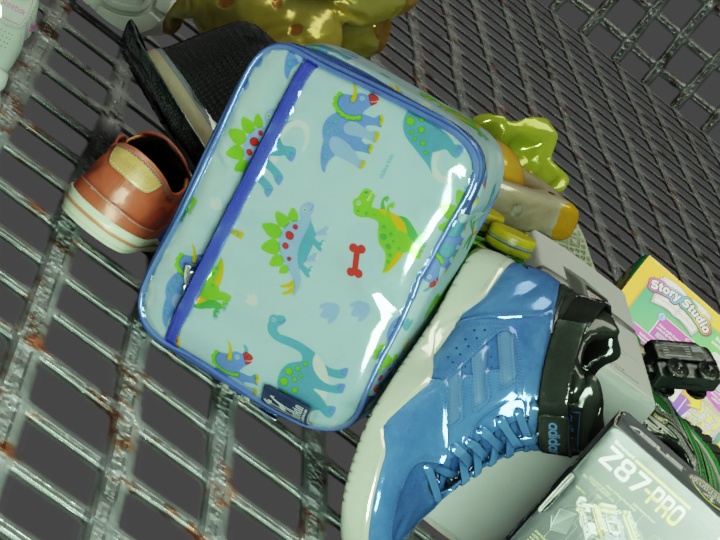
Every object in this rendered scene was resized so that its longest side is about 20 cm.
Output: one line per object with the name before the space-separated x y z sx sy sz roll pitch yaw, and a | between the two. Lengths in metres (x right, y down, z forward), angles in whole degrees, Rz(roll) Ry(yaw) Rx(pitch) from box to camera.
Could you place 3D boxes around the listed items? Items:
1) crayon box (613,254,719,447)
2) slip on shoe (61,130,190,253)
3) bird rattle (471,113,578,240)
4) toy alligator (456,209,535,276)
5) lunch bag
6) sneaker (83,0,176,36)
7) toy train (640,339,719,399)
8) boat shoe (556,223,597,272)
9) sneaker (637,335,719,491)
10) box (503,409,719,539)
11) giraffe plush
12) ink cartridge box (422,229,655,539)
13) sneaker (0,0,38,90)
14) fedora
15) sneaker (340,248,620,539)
crayon box | 0.260 0.098 1.825 0.200 0.058 0.119 41 59 2
slip on shoe | -0.129 -0.054 1.429 0.074 0.061 0.200 39 8 3
bird rattle | 0.065 -0.076 1.570 0.200 0.113 0.163 28 5 -33
toy alligator | 0.050 -0.018 1.420 0.054 0.059 0.200 18 13 -33
lunch bag | -0.027 -0.020 1.312 0.161 0.200 0.082 32 12 11
sneaker | -0.221 -0.256 1.797 0.200 0.076 0.080 48 7 3
toy train | 0.174 0.063 1.691 0.199 0.034 0.046 6 49 -24
boat shoe | 0.164 0.016 1.897 0.075 0.062 0.200 -30 81 -28
sneaker | 0.198 0.106 1.731 0.200 0.078 0.085 46 18 4
box | 0.158 0.199 1.222 0.200 0.161 0.049 41 15 4
giraffe plush | -0.045 -0.154 1.714 0.200 0.173 0.163 7 53 -35
ink cartridge box | 0.101 0.078 1.456 0.083 0.147 0.200 36 15 -10
sneaker | -0.247 -0.185 1.474 0.081 0.088 0.200 27 20 -40
fedora | -0.072 -0.092 1.502 0.201 0.091 0.201 58 -4 6
sneaker | 0.074 0.086 1.278 0.111 0.200 0.077 21 -31 19
